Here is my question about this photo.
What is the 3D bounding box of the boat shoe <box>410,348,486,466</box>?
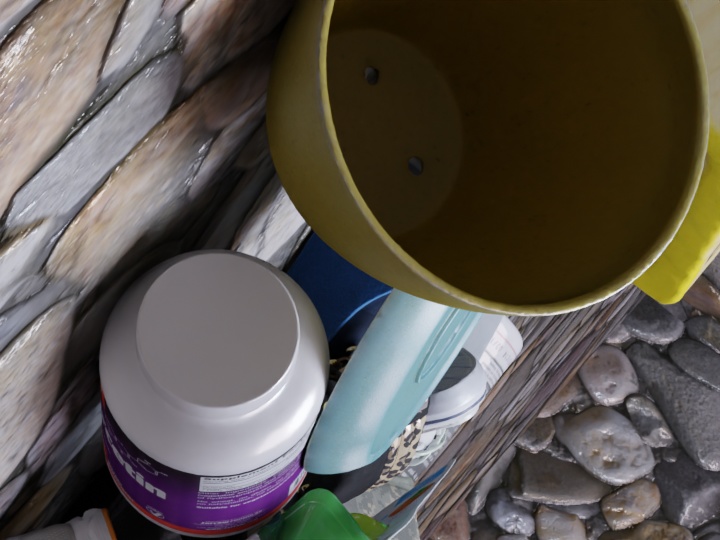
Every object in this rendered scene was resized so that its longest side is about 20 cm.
[{"bbox_3d":[0.029,0.092,1.896,0.073,0.067,0.200,-32,-166,-23],"label":"boat shoe"}]

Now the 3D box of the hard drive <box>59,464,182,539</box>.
[{"bbox_3d":[-0.119,0.178,1.746,0.135,0.042,0.200,-51,148,-1],"label":"hard drive"}]

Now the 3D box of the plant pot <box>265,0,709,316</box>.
[{"bbox_3d":[0.036,-0.073,1.330,0.200,0.200,0.142,-47,-163,-25],"label":"plant pot"}]

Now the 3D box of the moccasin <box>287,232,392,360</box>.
[{"bbox_3d":[0.000,0.000,1.763,0.200,0.081,0.068,-41,161,20],"label":"moccasin"}]

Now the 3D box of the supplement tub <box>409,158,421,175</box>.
[{"bbox_3d":[0.082,-0.108,1.604,0.200,0.107,0.107,-47,171,-27],"label":"supplement tub"}]

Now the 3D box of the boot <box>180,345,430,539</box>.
[{"bbox_3d":[-0.029,0.073,1.678,0.150,0.073,0.200,-26,132,-41],"label":"boot"}]

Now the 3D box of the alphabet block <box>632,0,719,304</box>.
[{"bbox_3d":[0.197,-0.136,1.817,0.200,0.195,0.196,-48,169,-28],"label":"alphabet block"}]

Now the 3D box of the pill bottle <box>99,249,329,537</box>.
[{"bbox_3d":[-0.074,0.059,1.461,0.112,0.112,0.200,-49,171,-17],"label":"pill bottle"}]

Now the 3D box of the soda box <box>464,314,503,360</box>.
[{"bbox_3d":[0.079,-0.014,1.975,0.200,0.068,0.063,-59,-174,-30],"label":"soda box"}]

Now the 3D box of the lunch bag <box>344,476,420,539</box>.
[{"bbox_3d":[-0.058,0.232,1.914,0.200,0.164,0.118,-24,152,28],"label":"lunch bag"}]

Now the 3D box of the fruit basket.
[{"bbox_3d":[-0.039,0.173,1.600,0.185,0.094,0.200,-39,-174,17],"label":"fruit basket"}]

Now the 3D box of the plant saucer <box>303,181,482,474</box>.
[{"bbox_3d":[0.037,0.024,1.488,0.200,0.027,0.200,-55,171,-12],"label":"plant saucer"}]

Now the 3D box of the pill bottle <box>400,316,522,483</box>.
[{"bbox_3d":[0.010,0.091,2.044,0.200,0.114,0.114,-51,172,-7],"label":"pill bottle"}]

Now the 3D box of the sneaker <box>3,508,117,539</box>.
[{"bbox_3d":[-0.185,0.199,1.597,0.092,0.076,0.200,-6,140,-19],"label":"sneaker"}]
